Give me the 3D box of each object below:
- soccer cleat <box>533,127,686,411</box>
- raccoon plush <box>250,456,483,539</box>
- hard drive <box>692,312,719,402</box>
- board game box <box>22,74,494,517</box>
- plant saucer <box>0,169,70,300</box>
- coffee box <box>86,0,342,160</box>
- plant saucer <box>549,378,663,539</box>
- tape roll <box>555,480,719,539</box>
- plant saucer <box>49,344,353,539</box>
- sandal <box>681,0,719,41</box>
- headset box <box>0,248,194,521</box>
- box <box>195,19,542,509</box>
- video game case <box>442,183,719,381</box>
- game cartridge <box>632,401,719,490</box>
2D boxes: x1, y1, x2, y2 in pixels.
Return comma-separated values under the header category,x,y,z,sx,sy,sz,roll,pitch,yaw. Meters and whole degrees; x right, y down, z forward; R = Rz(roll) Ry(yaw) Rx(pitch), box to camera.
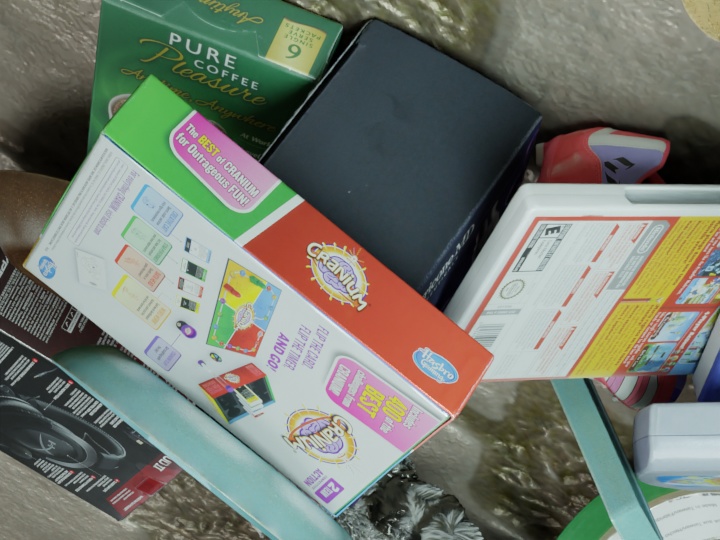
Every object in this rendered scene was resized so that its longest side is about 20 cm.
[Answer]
category,x,y,z,sx,sy,sz,roll,pitch,yaw
soccer cleat,0.146,0.005,1.171,0.076,0.067,0.201,-2,137,27
raccoon plush,-0.008,0.158,1.399,0.201,0.096,0.134,54,160,24
hard drive,0.245,0.004,1.091,0.131,0.026,0.201,-4,147,-9
board game box,-0.052,0.018,1.057,0.200,0.040,0.153,39,148,-3
plant saucer,-0.132,0.003,1.306,0.199,0.037,0.201,22,166,6
coffee box,-0.082,-0.079,1.209,0.122,0.044,0.201,21,148,4
plant saucer,0.120,0.078,1.196,0.019,0.201,0.070,-28,131,6
tape roll,0.193,0.195,1.280,0.199,0.201,0.048,-1,139,33
plant saucer,-0.073,0.098,1.158,0.200,0.027,0.200,39,173,5
sandal,0.132,-0.157,0.942,0.077,0.070,0.212,0,140,31
headset box,-0.180,0.072,1.452,0.199,0.078,0.149,31,147,-13
box,0.000,0.000,1.160,0.104,0.148,0.201,30,149,11
video game case,0.140,0.007,1.103,0.198,0.018,0.143,0,144,-24
game cartridge,0.209,0.093,1.179,0.132,0.041,0.200,2,172,16
